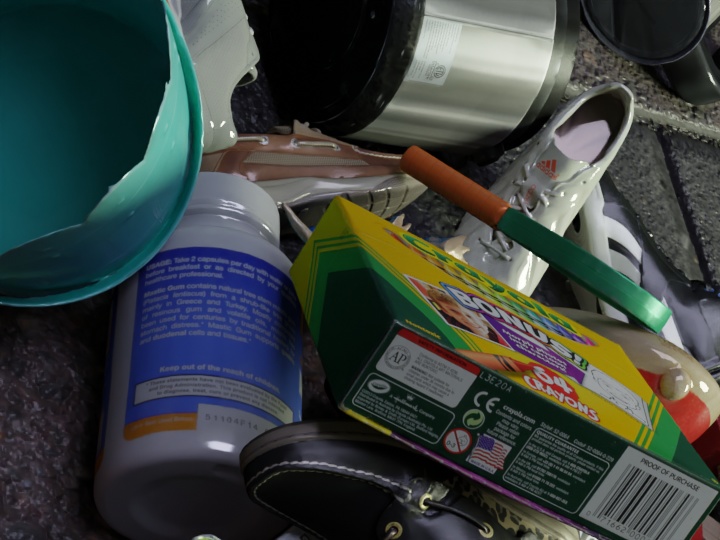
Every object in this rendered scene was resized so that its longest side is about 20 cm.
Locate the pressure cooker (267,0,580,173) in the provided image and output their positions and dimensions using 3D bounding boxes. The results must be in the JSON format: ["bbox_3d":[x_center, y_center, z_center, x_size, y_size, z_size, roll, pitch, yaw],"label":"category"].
[{"bbox_3d":[0.056,-0.166,1.221,0.199,0.176,0.179,5,60,-34],"label":"pressure cooker"}]

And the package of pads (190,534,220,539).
[{"bbox_3d":[-0.097,0.235,0.795,0.068,0.155,0.201,28,45,-13],"label":"package of pads"}]

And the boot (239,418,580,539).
[{"bbox_3d":[0.028,0.166,0.853,0.199,0.073,0.151,27,46,-29],"label":"boot"}]

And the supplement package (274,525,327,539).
[{"bbox_3d":[0.017,0.222,0.936,0.200,0.114,0.109,53,42,5],"label":"supplement package"}]

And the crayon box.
[{"bbox_3d":[0.070,0.054,0.914,0.199,0.058,0.173,28,16,-20],"label":"crayon box"}]

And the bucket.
[{"bbox_3d":[-0.182,-0.084,0.923,0.208,0.207,0.135,61,-1,14],"label":"bucket"}]

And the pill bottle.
[{"bbox_3d":[-0.087,0.046,0.984,0.112,0.112,0.201,22,48,-26],"label":"pill bottle"}]

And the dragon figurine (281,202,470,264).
[{"bbox_3d":[0.000,0.000,1.089,0.199,0.099,0.059,6,81,-46],"label":"dragon figurine"}]

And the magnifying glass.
[{"bbox_3d":[0.108,-0.020,1.099,0.200,0.022,0.080,36,2,22],"label":"magnifying glass"}]

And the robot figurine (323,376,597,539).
[{"bbox_3d":[0.059,0.123,1.037,0.200,0.150,0.125,55,26,9],"label":"robot figurine"}]

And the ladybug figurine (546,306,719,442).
[{"bbox_3d":[0.155,0.078,1.129,0.135,0.200,0.072,29,80,-11],"label":"ladybug figurine"}]

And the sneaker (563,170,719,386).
[{"bbox_3d":[0.215,0.003,1.279,0.111,0.073,0.201,-7,71,-14],"label":"sneaker"}]

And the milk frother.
[{"bbox_3d":[0.326,-0.263,1.507,0.181,0.200,0.188,50,41,-3],"label":"milk frother"}]

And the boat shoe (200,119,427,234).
[{"bbox_3d":[-0.035,-0.065,1.140,0.199,0.076,0.072,-6,68,-44],"label":"boat shoe"}]

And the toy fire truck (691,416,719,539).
[{"bbox_3d":[0.227,0.181,1.194,0.141,0.049,0.201,10,54,-37],"label":"toy fire truck"}]

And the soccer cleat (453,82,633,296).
[{"bbox_3d":[0.122,-0.050,1.209,0.069,0.078,0.200,35,75,3],"label":"soccer cleat"}]

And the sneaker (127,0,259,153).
[{"bbox_3d":[-0.100,-0.159,1.076,0.092,0.076,0.201,28,61,-34],"label":"sneaker"}]
